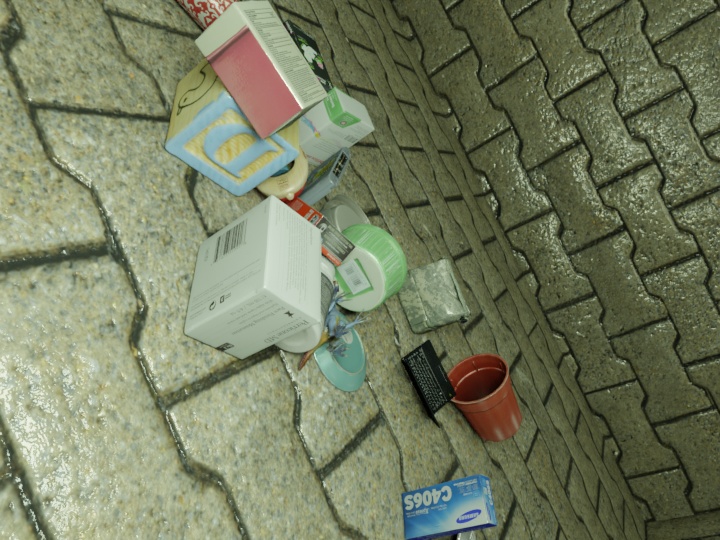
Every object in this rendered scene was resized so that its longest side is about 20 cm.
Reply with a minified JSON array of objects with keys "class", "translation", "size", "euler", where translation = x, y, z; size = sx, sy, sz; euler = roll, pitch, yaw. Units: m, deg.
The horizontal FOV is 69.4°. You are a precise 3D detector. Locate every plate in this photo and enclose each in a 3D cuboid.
[{"class":"plate","translation":[-0.040,0.175,1.186],"size":[0.200,0.026,0.201],"euler":[38,37,-37]}]

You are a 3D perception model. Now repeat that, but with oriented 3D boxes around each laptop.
[{"class":"laptop","translation":[0.194,0.293,1.384],"size":[0.200,0.103,0.178],"euler":[-25,89,-42]}]

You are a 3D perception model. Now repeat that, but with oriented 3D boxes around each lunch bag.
[{"class":"lunch bag","translation":[0.219,0.078,1.546],"size":[0.139,0.167,0.201],"euler":[11,58,-55]}]

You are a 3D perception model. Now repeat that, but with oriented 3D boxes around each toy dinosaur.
[{"class":"toy dinosaur","translation":[-0.070,0.096,1.119],"size":[0.182,0.199,0.105],"euler":[-131,-153,-56]}]

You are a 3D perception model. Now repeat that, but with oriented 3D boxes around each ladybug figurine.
[{"class":"ladybug figurine","translation":[-0.184,-0.226,1.188],"size":[0.072,0.135,0.201],"euler":[74,-3,-55]}]

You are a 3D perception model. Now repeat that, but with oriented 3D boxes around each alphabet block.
[{"class":"alphabet block","translation":[-0.253,-0.311,1.067],"size":[0.196,0.195,0.201],"euler":[36,38,-43]}]

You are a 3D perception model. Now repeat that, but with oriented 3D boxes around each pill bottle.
[{"class":"pill bottle","translation":[-0.116,0.059,1.064],"size":[0.113,0.113,0.200],"euler":[48,32,-25]}]

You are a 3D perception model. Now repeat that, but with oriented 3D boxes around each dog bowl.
[{"class":"dog bowl","translation":[-0.037,-0.102,1.388],"size":[0.200,0.059,0.201],"euler":[39,36,-36]}]

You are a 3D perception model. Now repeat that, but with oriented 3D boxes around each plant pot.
[{"class":"plant pot","translation":[0.375,0.387,1.541],"size":[0.196,0.200,0.201],"euler":[60,27,-22]}]

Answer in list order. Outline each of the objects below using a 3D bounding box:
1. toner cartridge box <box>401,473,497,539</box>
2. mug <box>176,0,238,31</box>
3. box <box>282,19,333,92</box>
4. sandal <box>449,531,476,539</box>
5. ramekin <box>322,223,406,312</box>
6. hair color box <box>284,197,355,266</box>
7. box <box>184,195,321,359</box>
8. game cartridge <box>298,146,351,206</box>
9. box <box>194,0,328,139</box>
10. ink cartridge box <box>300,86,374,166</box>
[{"class":"toner cartridge box","translation":[0.181,0.501,1.094],"size":[0.043,0.200,0.095],"euler":[34,39,-39]},{"class":"mug","translation":[-0.364,-0.667,1.251],"size":[0.200,0.133,0.178],"euler":[48,33,-32]},{"class":"box","translation":[-0.181,-0.537,1.418],"size":[0.124,0.148,0.201],"euler":[3,63,-60]},{"class":"sandal","translation":[0.233,0.666,1.202],"size":[0.079,0.059,0.207],"euler":[-42,125,-44]},{"class":"ramekin","translation":[0.000,0.000,1.228],"size":[0.200,0.200,0.098],"euler":[58,36,-8]},{"class":"hair color box","translation":[-0.104,-0.094,1.161],"size":[0.111,0.064,0.200],"euler":[42,-2,-34]},{"class":"box","translation":[-0.180,0.016,0.902],"size":[0.131,0.198,0.201],"euler":[35,39,-40]},{"class":"game cartridge","translation":[-0.096,-0.233,1.320],"size":[0.040,0.133,0.200],"euler":[44,32,-19]},{"class":"box","translation":[-0.171,-0.358,0.930],"size":[0.200,0.109,0.128],"euler":[55,30,-13]},{"class":"ink cartridge box","translation":[-0.088,-0.374,1.385],"size":[0.145,0.200,0.088],"euler":[7,57,-56]}]
